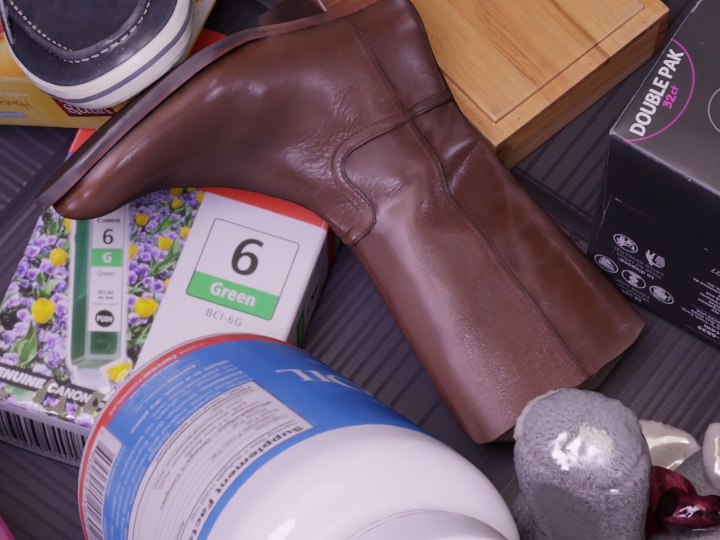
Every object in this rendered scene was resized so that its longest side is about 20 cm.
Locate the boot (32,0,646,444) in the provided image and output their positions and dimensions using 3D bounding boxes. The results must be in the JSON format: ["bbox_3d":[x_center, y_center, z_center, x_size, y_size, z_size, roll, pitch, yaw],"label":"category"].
[{"bbox_3d":[0.000,0.000,0.976,0.186,0.064,0.200,-36,95,-29],"label":"boot"}]

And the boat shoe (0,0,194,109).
[{"bbox_3d":[-0.117,-0.131,0.986,0.075,0.062,0.200,-33,44,7],"label":"boat shoe"}]

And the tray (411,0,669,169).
[{"bbox_3d":[0.024,-0.139,1.100,0.099,0.037,0.200,-38,70,-18],"label":"tray"}]

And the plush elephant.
[{"bbox_3d":[0.136,0.100,0.927,0.165,0.200,0.155,18,43,9],"label":"plush elephant"}]

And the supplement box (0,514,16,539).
[{"bbox_3d":[-0.173,0.104,0.937,0.086,0.110,0.200,-29,68,-15],"label":"supplement box"}]

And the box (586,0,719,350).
[{"bbox_3d":[0.201,-0.064,1.018,0.148,0.124,0.200,30,68,12],"label":"box"}]

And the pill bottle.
[{"bbox_3d":[-0.013,0.096,0.870,0.112,0.112,0.200,-31,24,-15],"label":"pill bottle"}]

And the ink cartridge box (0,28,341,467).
[{"bbox_3d":[-0.066,-0.015,1.030,0.109,0.050,0.200,17,66,7],"label":"ink cartridge box"}]

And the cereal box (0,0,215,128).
[{"bbox_3d":[-0.106,-0.149,1.066,0.144,0.040,0.200,3,59,37],"label":"cereal box"}]
